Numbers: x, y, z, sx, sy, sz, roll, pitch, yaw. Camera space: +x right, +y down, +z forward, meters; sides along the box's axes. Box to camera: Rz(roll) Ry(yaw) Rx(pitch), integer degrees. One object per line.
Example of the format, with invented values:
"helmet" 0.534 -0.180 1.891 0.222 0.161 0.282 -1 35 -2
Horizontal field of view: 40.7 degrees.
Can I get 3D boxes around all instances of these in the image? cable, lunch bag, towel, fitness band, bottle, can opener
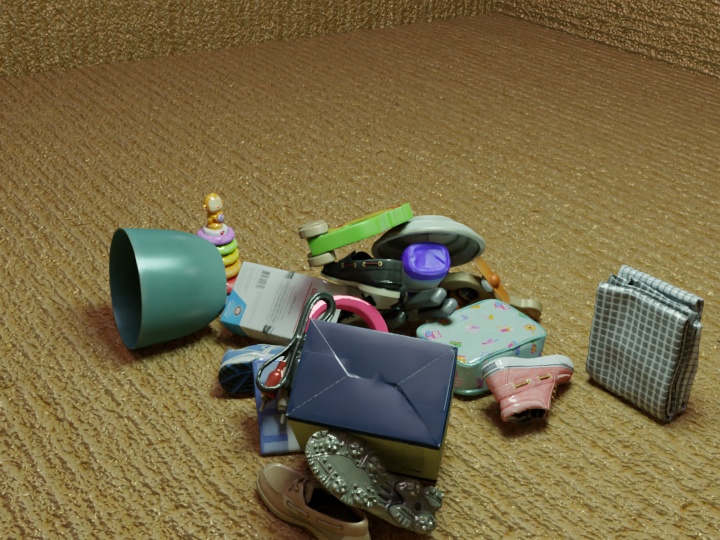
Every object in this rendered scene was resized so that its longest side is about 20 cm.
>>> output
"cable" -0.098 0.118 1.401 0.097 0.050 0.201 22 63 -20
"lunch bag" 0.196 0.123 1.598 0.199 0.078 0.160 -17 31 -33
"towel" 0.437 0.112 1.502 0.085 0.201 0.165 -18 32 -32
"fitness band" -0.029 0.136 1.480 0.143 0.037 0.201 10 66 -8
"towel" -0.055 0.188 1.420 0.199 0.148 0.024 -5 -16 -11
"bottle" 0.097 0.011 1.703 0.083 0.200 0.066 -1 71 -12
"can opener" 0.099 0.070 1.648 0.067 0.053 0.200 -54 13 -22

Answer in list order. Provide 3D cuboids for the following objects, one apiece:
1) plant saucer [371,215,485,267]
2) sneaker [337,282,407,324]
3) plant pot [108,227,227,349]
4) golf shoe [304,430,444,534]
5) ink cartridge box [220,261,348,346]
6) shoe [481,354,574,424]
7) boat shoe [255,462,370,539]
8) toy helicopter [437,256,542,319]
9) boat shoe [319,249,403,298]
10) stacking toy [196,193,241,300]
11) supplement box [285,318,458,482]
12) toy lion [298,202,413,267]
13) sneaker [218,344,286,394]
"plant saucer" 0.118 -0.054 1.695 0.199 0.200 0.051 1 70 -3
"sneaker" -0.002 0.058 1.669 0.199 0.074 0.080 -20 18 43
"plant pot" -0.320 0.023 1.637 0.160 0.202 0.201 -6 27 -29
"golf shoe" 0.004 0.272 1.226 0.200 0.097 0.079 36 67 -13
"ink cartridge box" -0.120 0.067 1.635 0.199 0.068 0.117 13 70 20
"shoe" 0.272 0.186 1.500 0.199 0.071 0.091 5 56 -42
"boat shoe" -0.060 0.295 1.256 0.199 0.065 0.071 25 35 37
"toy helicopter" 0.234 0.043 1.721 0.199 0.132 0.079 16 55 -11
"boat shoe" 0.002 0.000 1.578 0.073 0.064 0.201 8 2 -33
"stacking toy" -0.262 -0.045 1.756 0.116 0.201 0.109 -21 34 -39
"supplement box" 0.021 0.177 1.292 0.199 0.200 0.135 10 66 8
"toy lion" -0.004 -0.069 1.608 0.191 0.069 0.200 -18 6 -1
"sneaker" -0.126 0.144 1.534 0.199 0.076 0.077 1 24 -12
